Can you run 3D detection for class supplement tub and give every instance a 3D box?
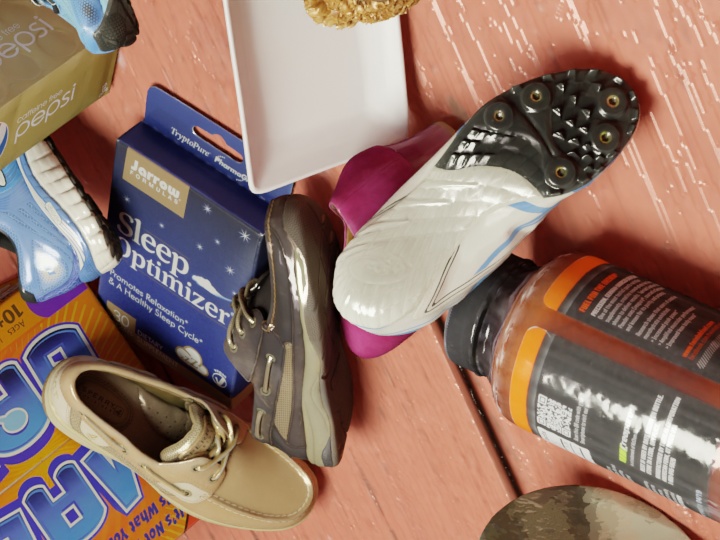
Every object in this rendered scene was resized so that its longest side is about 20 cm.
[{"bbox_3d":[0.146,0.056,1.361,0.199,0.107,0.107,25,135,26],"label":"supplement tub"}]

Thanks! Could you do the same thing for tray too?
[{"bbox_3d":[-0.030,-0.148,1.360,0.022,0.107,0.201,35,139,50],"label":"tray"}]

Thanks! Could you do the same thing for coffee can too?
[{"bbox_3d":[0.121,0.249,1.506,0.146,0.146,0.200,32,137,19],"label":"coffee can"}]

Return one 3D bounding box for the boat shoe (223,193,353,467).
[{"bbox_3d":[-0.050,0.042,1.538,0.073,0.075,0.201,3,126,10],"label":"boat shoe"}]

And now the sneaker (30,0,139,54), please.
[{"bbox_3d":[-0.204,-0.180,1.467,0.200,0.090,0.079,43,163,37],"label":"sneaker"}]

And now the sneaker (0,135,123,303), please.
[{"bbox_3d":[-0.239,-0.065,1.597,0.200,0.089,0.079,55,178,20],"label":"sneaker"}]

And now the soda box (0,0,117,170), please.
[{"bbox_3d":[-0.233,-0.103,1.507,0.068,0.200,0.064,35,138,16],"label":"soda box"}]

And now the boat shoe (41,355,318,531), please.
[{"bbox_3d":[-0.113,0.116,1.620,0.199,0.072,0.064,25,165,-17],"label":"boat shoe"}]

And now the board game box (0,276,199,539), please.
[{"bbox_3d":[-0.256,0.141,1.700,0.200,0.200,0.200,56,150,-9],"label":"board game box"}]

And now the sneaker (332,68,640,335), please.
[{"bbox_3d":[0.068,-0.040,1.346,0.200,0.072,0.072,-39,81,13],"label":"sneaker"}]

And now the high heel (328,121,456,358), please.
[{"bbox_3d":[0.000,0.000,1.450,0.067,0.096,0.200,47,144,16],"label":"high heel"}]

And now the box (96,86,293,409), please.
[{"bbox_3d":[-0.110,-0.013,1.599,0.121,0.032,0.200,33,137,19],"label":"box"}]

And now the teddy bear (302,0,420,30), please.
[{"bbox_3d":[-0.017,-0.211,1.281,0.067,0.145,0.201,34,139,55],"label":"teddy bear"}]
